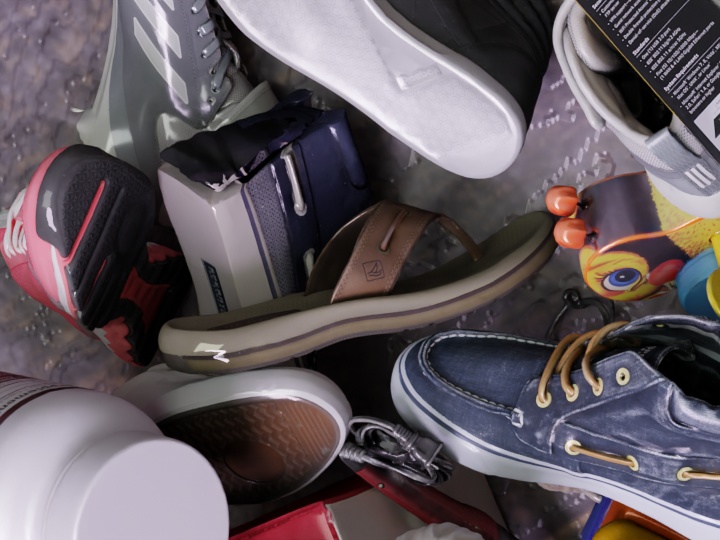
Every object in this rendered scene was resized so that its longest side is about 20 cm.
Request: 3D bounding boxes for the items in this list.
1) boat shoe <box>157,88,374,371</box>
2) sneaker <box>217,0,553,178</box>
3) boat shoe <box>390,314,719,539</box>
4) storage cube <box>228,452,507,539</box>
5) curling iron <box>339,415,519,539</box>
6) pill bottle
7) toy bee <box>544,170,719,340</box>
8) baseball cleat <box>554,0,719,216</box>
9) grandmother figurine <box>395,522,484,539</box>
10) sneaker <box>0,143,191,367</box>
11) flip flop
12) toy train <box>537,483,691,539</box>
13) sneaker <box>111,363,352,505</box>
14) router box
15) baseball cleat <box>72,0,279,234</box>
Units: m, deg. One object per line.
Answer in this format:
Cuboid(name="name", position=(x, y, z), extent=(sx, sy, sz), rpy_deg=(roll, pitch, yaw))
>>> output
Cuboid(name="boat shoe", position=(-0.029, 0.008, 1.436), extent=(0.075, 0.092, 0.201), rpy_deg=(34, 146, 44))
Cuboid(name="sneaker", position=(0.006, -0.132, 1.370), extent=(0.200, 0.099, 0.071), rpy_deg=(39, 126, -2))
Cuboid(name="boat shoe", position=(0.106, 0.050, 1.301), extent=(0.199, 0.071, 0.091), rpy_deg=(19, 138, 20))
Cuboid(name="storage cube", position=(-0.019, 0.202, 1.409), extent=(0.179, 0.171, 0.201), rpy_deg=(-26, 87, 26))
Cuboid(name="curling iron", position=(0.059, 0.125, 1.365), extent=(0.049, 0.200, 0.026), rpy_deg=(7, 62, 47))
Cuboid(name="pill bottle", position=(-0.152, 0.105, 1.335), extent=(0.199, 0.113, 0.114), rpy_deg=(8, 104, 49))
Cuboid(name="toy bee", position=(0.140, -0.015, 1.316), extent=(0.200, 0.108, 0.131), rpy_deg=(-50, 48, 14))
Cuboid(name="baseball cleat", position=(0.117, -0.114, 1.267), extent=(0.070, 0.106, 0.201), rpy_deg=(-38, 44, 15))
Cuboid(name="grandmother figurine", position=(-0.015, 0.182, 1.282), extent=(0.121, 0.061, 0.200), rpy_deg=(39, 110, -16))
Cuboid(name="sneaker", position=(-0.144, -0.010, 1.420), extent=(0.086, 0.200, 0.074), rpy_deg=(22, 75, 14))
Cuboid(name="flip flop", position=(0.000, 0.000, 1.364), extent=(0.199, 0.081, 0.058), rpy_deg=(-14, 95, -14))
Cuboid(name="toy train", position=(0.120, 0.126, 1.340), extent=(0.199, 0.116, 0.085), rpy_deg=(26, 109, 6))
Cuboid(name="sneaker", position=(-0.075, 0.066, 1.399), extent=(0.199, 0.085, 0.073), rpy_deg=(-21, 126, 43))
Cuboid(name="router box", position=(0.158, -0.124, 1.208), extent=(0.149, 0.200, 0.051), rpy_deg=(51, 122, 14))
Cuboid(name="baseball cleat", position=(-0.079, -0.116, 1.450), extent=(0.106, 0.070, 0.201), rpy_deg=(17, 113, 12))
